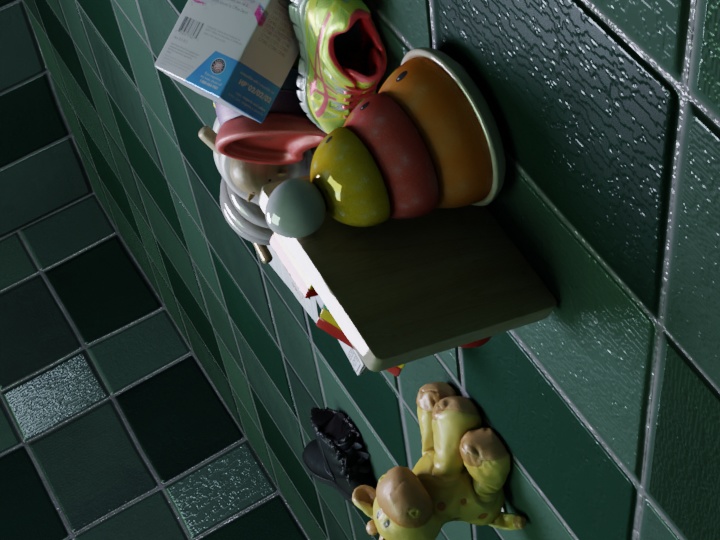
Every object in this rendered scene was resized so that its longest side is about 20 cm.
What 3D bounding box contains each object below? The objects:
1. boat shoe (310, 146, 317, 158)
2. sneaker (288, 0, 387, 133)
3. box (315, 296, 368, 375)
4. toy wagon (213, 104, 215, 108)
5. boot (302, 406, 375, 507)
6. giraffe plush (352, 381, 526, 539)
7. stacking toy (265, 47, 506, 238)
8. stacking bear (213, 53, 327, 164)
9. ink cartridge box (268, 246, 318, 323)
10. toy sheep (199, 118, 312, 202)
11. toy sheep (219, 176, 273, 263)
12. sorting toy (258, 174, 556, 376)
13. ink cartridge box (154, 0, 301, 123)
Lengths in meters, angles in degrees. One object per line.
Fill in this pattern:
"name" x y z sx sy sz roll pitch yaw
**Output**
"boat shoe" -0.006 -0.111 1.513 0.073 0.064 0.202 -43 55 57
"sneaker" -0.012 -0.187 1.382 0.090 0.078 0.201 39 158 37
"box" 0.000 0.000 1.601 0.201 0.116 0.060 59 166 10
"toy wagon" -0.159 -0.231 1.909 0.156 0.039 0.200 63 167 -2
"boot" -0.050 0.294 2.431 0.198 0.073 0.163 35 153 48
"giraffe plush" 0.079 0.255 1.690 0.172 0.161 0.201 37 151 60
"stacking toy" 0.009 -0.085 1.218 0.146 0.199 0.147 51 158 29
"stacking bear" -0.100 -0.224 1.506 0.121 0.113 0.202 -23 68 60
"ink cartridge box" -0.103 -0.040 2.068 0.200 0.057 0.163 45 159 29
"toy sheep" -0.106 -0.148 1.644 0.201 0.137 0.139 -72 -33 -55
"toy sheep" -0.115 -0.090 1.826 0.139 0.137 0.200 59 149 12
"sorting toy" 0.034 0.001 1.276 0.199 0.199 0.070 55 141 28
"ink cartridge box" -0.102 -0.258 1.408 0.115 0.201 0.068 29 -179 41
